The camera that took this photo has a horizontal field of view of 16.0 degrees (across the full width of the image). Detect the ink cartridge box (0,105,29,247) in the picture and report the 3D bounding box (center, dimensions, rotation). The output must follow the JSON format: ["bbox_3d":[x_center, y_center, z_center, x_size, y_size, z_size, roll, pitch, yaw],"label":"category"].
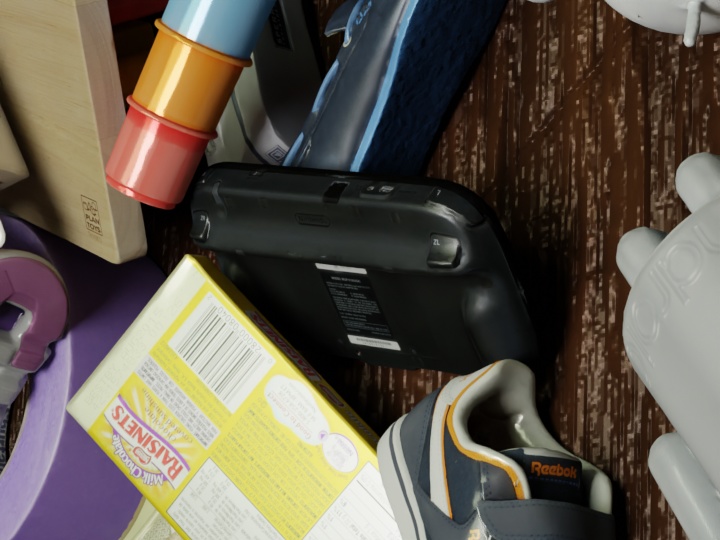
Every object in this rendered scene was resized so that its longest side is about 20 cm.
[{"bbox_3d":[-0.248,-0.077,1.295,0.117,0.067,0.200,-26,80,13],"label":"ink cartridge box"}]

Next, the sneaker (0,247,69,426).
[{"bbox_3d":[-0.224,0.065,1.305,0.200,0.080,0.088,-59,39,9],"label":"sneaker"}]

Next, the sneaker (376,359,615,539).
[{"bbox_3d":[0.069,0.127,1.086,0.079,0.078,0.200,-45,51,31],"label":"sneaker"}]

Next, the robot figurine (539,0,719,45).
[{"bbox_3d":[0.128,-0.180,1.071,0.169,0.113,0.200,-34,54,14],"label":"robot figurine"}]

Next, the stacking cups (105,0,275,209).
[{"bbox_3d":[-0.067,-0.127,1.209,0.060,0.060,0.200,40,109,46],"label":"stacking cups"}]

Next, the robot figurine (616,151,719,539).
[{"bbox_3d":[0.174,0.043,0.968,0.170,0.113,0.200,-57,45,26],"label":"robot figurine"}]

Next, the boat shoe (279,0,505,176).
[{"bbox_3d":[0.008,-0.108,1.214,0.069,0.084,0.200,36,104,33],"label":"boat shoe"}]

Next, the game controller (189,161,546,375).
[{"bbox_3d":[0.000,0.000,1.190,0.200,0.104,0.042,8,48,46],"label":"game controller"}]

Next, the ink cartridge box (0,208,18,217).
[{"bbox_3d":[-0.239,-0.146,1.428,0.084,0.175,0.201,19,93,49],"label":"ink cartridge box"}]

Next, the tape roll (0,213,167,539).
[{"bbox_3d":[-0.184,0.074,1.373,0.200,0.085,0.201,-16,67,43],"label":"tape roll"}]

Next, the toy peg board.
[{"bbox_3d":[-0.144,-0.131,1.317,0.200,0.098,0.200,24,128,54],"label":"toy peg board"}]

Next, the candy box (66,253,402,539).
[{"bbox_3d":[-0.043,0.096,1.197,0.200,0.026,0.102,46,109,21],"label":"candy box"}]

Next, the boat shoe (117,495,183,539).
[{"bbox_3d":[-0.093,0.166,1.260,0.063,0.073,0.201,39,99,43],"label":"boat shoe"}]

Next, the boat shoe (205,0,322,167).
[{"bbox_3d":[-0.070,-0.136,1.317,0.065,0.073,0.200,-28,58,35],"label":"boat shoe"}]
